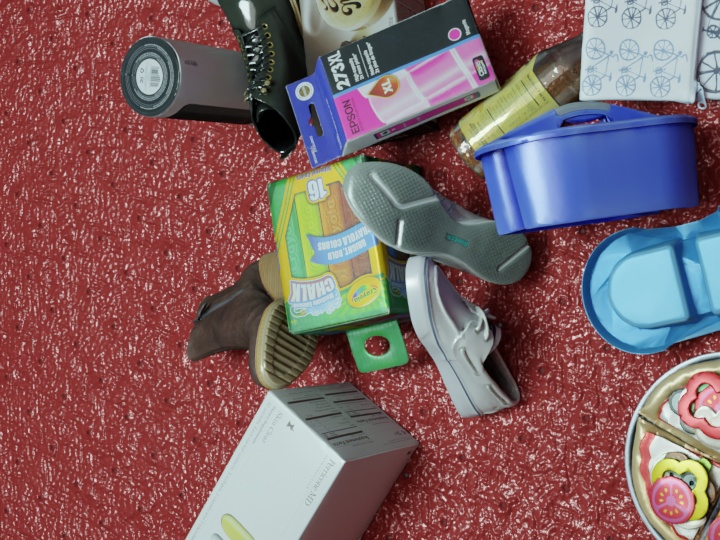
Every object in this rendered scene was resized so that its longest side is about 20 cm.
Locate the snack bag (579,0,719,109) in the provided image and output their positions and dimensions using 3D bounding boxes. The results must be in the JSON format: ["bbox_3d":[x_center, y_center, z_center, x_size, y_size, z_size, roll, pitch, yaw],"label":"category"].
[{"bbox_3d":[0.296,-0.238,0.937,0.198,0.021,0.191,5,92,14],"label":"snack bag"}]

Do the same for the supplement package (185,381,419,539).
[{"bbox_3d":[-0.060,0.230,1.094,0.111,0.155,0.201,37,106,26],"label":"supplement package"}]

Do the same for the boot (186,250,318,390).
[{"bbox_3d":[-0.122,0.071,1.146,0.166,0.072,0.201,-29,33,32],"label":"boot"}]

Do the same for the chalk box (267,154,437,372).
[{"bbox_3d":[0.000,0.000,1.083,0.124,0.124,0.202,-15,81,30],"label":"chalk box"}]

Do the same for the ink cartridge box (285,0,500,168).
[{"bbox_3d":[0.026,-0.180,1.026,0.198,0.037,0.096,-22,73,12],"label":"ink cartridge box"}]

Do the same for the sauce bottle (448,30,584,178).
[{"bbox_3d":[0.176,-0.171,1.017,0.199,0.066,0.066,-38,70,18],"label":"sauce bottle"}]

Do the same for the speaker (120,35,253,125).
[{"bbox_3d":[-0.159,-0.199,1.142,0.080,0.199,0.082,2,95,29],"label":"speaker"}]

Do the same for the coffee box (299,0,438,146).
[{"bbox_3d":[0.006,-0.237,1.111,0.112,0.080,0.202,-8,84,28],"label":"coffee box"}]

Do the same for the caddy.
[{"bbox_3d":[0.198,-0.094,0.932,0.198,0.141,0.106,-8,88,-14],"label":"caddy"}]

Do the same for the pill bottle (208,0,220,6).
[{"bbox_3d":[-0.165,-0.366,1.200,0.199,0.114,0.115,34,106,28],"label":"pill bottle"}]

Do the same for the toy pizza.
[{"bbox_3d":[0.325,0.172,0.933,0.198,0.032,0.203,-1,88,31],"label":"toy pizza"}]

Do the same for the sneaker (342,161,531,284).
[{"bbox_3d":[0.063,-0.041,1.016,0.071,0.199,0.080,-65,21,-3],"label":"sneaker"}]

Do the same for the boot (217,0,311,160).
[{"bbox_3d":[-0.103,-0.225,1.088,0.077,0.139,0.200,-25,118,32],"label":"boot"}]

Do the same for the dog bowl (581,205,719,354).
[{"bbox_3d":[0.296,0.006,0.941,0.198,0.049,0.113,-15,86,30],"label":"dog bowl"}]

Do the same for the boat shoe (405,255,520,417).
[{"bbox_3d":[0.099,0.059,1.005,0.065,0.201,0.074,-11,44,21],"label":"boat shoe"}]
